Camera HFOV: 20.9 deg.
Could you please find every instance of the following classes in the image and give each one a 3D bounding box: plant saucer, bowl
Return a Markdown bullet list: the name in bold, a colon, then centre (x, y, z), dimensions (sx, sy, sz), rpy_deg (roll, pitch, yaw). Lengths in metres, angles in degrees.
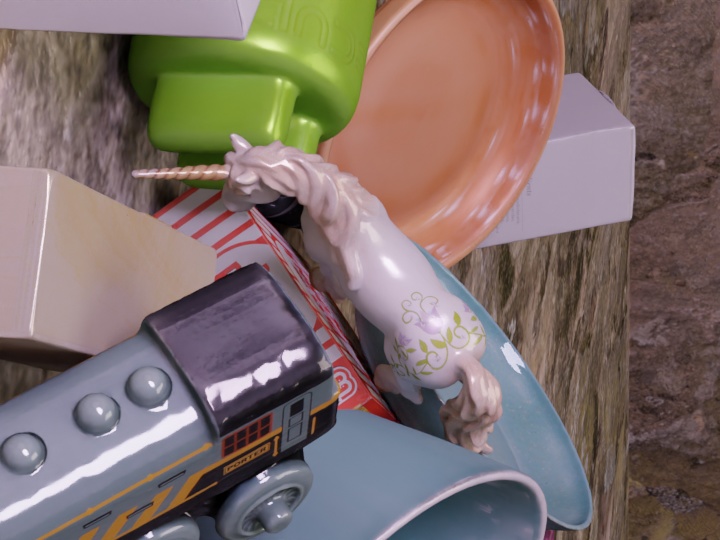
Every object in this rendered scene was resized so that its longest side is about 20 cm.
- **plant saucer**: centre (0.038, -0.086, 1.124), dimensions (0.200, 0.037, 0.200), rpy_deg (-29, 135, -33)
- **plant saucer**: centre (0.055, 0.067, 1.084), dimensions (0.200, 0.036, 0.200), rpy_deg (47, 17, -19)
- **bowl**: centre (-0.018, 0.146, 0.933), dimensions (0.201, 0.105, 0.201), rpy_deg (-35, 147, -27)

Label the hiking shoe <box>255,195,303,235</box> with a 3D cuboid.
- **hiking shoe**: centre (-0.028, -0.120, 1.154), dimensions (0.087, 0.074, 0.200), rpy_deg (33, 72, -62)

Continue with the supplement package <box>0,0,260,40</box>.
- **supplement package**: centre (-0.086, -0.205, 0.808), dimensions (0.117, 0.117, 0.200), rpy_deg (80, 19, -47)

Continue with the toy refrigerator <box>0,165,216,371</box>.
- **toy refrigerator**: centre (-0.126, 0.002, 0.799), dimensions (0.200, 0.076, 0.070), rpy_deg (32, 63, -74)

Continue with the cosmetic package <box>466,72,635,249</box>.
- **cosmetic package**: centre (0.067, -0.064, 1.257), dimensions (0.102, 0.200, 0.074), rpy_deg (-118, -158, -60)

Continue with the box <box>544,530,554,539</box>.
- **box**: centre (-0.007, 0.217, 1.071), dimensions (0.097, 0.200, 0.176), rpy_deg (89, 14, -47)

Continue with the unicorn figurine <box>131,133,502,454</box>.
- **unicorn figurine**: centre (0.000, 0.000, 0.926), dimensions (0.074, 0.200, 0.137), rpy_deg (-53, 173, -9)

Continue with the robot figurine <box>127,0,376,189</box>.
- **robot figurine**: centre (-0.049, -0.140, 0.978), dimensions (0.175, 0.116, 0.200), rpy_deg (52, 44, -62)

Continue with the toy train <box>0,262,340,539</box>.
- **toy train**: centre (-0.096, 0.075, 0.756), dimensions (0.085, 0.200, 0.114), rpy_deg (54, -22, 25)

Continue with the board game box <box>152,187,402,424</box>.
- **board game box**: centre (-0.031, 0.042, 1.084), dimensions (0.152, 0.046, 0.200), rpy_deg (56, 2, 18)
